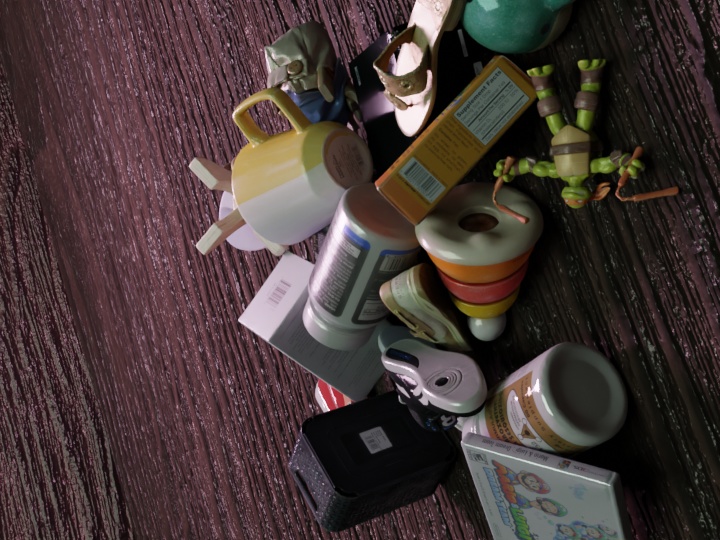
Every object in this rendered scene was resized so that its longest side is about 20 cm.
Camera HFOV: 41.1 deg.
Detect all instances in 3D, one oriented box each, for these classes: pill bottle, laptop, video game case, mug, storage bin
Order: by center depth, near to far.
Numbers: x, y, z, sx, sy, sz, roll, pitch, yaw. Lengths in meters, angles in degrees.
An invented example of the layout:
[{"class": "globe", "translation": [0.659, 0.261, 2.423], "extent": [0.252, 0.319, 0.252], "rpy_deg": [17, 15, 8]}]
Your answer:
[{"class": "video game case", "translation": [0.216, 0.274, 1.080], "extent": [0.182, 0.024, 0.200], "rpy_deg": [10, 135, 37]}, {"class": "pill bottle", "translation": [0.201, 0.169, 1.100], "extent": [0.200, 0.114, 0.115], "rpy_deg": [-48, 61, 54]}, {"class": "laptop", "translation": [0.091, -0.206, 1.159], "extent": [0.103, 0.200, 0.178], "rpy_deg": [-2, -103, -79]}, {"class": "pill bottle", "translation": [0.000, 0.000, 1.204], "extent": [0.114, 0.114, 0.200], "rpy_deg": [54, 137, 33]}, {"class": "mug", "translation": [-0.077, -0.129, 1.236], "extent": [0.153, 0.186, 0.150], "rpy_deg": [-16, 56, 48]}, {"class": "storage bin", "translation": [0.015, 0.263, 1.355], "extent": [0.135, 0.200, 0.094], "rpy_deg": [55, 143, 32]}]

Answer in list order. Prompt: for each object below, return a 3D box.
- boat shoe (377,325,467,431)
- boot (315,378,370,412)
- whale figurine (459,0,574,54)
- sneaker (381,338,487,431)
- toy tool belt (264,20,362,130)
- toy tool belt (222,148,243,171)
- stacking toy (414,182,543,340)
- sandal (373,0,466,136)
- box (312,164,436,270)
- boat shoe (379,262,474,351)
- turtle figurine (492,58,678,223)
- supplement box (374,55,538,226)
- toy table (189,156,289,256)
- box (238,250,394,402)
[{"class": "boat shoe", "translation": [0.095, 0.157, 1.322], "extent": [0.202, 0.075, 0.086], "rpy_deg": [35, 133, 36]}, {"class": "boot", "translation": [-0.005, 0.196, 1.495], "extent": [0.200, 0.072, 0.144], "rpy_deg": [53, 140, 40]}, {"class": "whale figurine", "translation": [0.161, -0.320, 0.989], "extent": [0.159, 0.104, 0.200], "rpy_deg": [53, 144, 35]}, {"class": "sneaker", "translation": [0.108, 0.157, 1.177], "extent": [0.200, 0.073, 0.112], "rpy_deg": [28, 147, 61]}, {"class": "toy tool belt", "translation": [-0.051, -0.230, 1.296], "extent": [0.123, 0.125, 0.200], "rpy_deg": [55, 179, 25]}, {"class": "toy tool belt", "translation": [-0.142, -0.142, 1.525], "extent": [0.200, 0.125, 0.123], "rpy_deg": [50, 154, 25]}, {"class": "stacking toy", "translation": [0.144, 0.009, 1.148], "extent": [0.146, 0.146, 0.200], "rpy_deg": [42, 150, 44]}, {"class": "sandal", "translation": [0.047, -0.234, 1.044], "extent": [0.078, 0.070, 0.212], "rpy_deg": [57, 145, 32]}, {"class": "box", "translation": [0.017, -0.059, 1.342], "extent": [0.200, 0.086, 0.164], "rpy_deg": [20, 118, 54]}, {"class": "boat shoe", "translation": [0.086, 0.050, 1.190], "extent": [0.066, 0.200, 0.074], "rpy_deg": [-16, 57, 21]}, {"class": "turtle figurine", "translation": [0.229, -0.133, 0.992], "extent": [0.200, 0.064, 0.162], "rpy_deg": [0, 98, 36]}, {"class": "supplement box", "translation": [0.106, -0.145, 1.063], "extent": [0.069, 0.200, 0.067], "rpy_deg": [44, -173, -8]}, {"class": "toy table", "translation": [-0.154, -0.104, 1.403], "extent": [0.184, 0.117, 0.200], "rpy_deg": [35, 112, 10]}, {"class": "box", "translation": [-0.052, 0.083, 1.373], "extent": [0.125, 0.200, 0.097], "rpy_deg": [-55, 36, -7]}]
